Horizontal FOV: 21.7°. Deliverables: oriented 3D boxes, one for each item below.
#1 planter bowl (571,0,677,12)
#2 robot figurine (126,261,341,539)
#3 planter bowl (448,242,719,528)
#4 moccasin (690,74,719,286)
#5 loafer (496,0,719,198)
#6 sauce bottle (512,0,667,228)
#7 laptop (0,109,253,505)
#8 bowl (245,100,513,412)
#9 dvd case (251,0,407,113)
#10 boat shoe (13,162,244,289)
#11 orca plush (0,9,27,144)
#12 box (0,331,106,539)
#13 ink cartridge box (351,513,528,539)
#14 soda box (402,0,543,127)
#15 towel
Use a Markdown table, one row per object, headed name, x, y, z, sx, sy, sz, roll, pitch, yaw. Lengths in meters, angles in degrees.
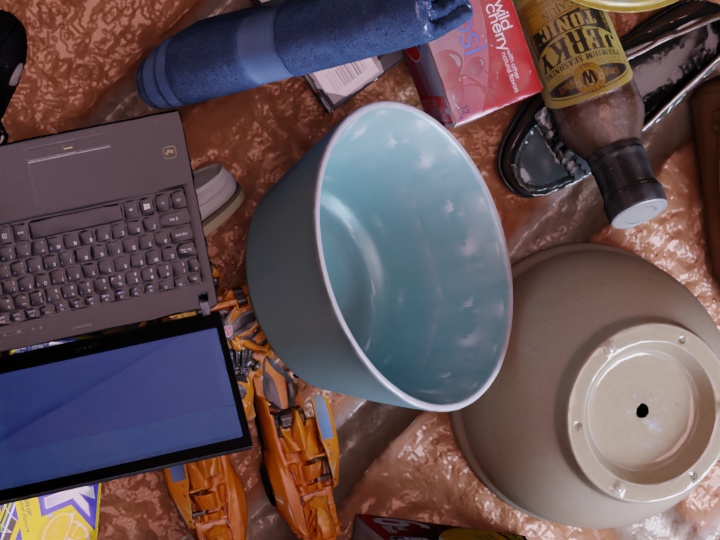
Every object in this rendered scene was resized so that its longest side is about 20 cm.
| name | x | y | z | sx | sy | sz | roll | pitch | yaw |
| --- | --- | --- | --- | --- | --- | --- | --- | --- | --- |
| planter bowl | 0.173 | -0.279 | 1.235 | 0.199 | 0.083 | 0.202 | 6 | 70 | -17 |
| robot figurine | -0.079 | 0.093 | 1.254 | 0.144 | 0.058 | 0.202 | -15 | 99 | -14 |
| planter bowl | 0.173 | 0.086 | 1.281 | 0.198 | 0.135 | 0.202 | -1 | 95 | -15 |
| moccasin | 0.288 | -0.041 | 1.328 | 0.073 | 0.078 | 0.203 | -10 | 98 | -14 |
| loafer | 0.180 | -0.123 | 1.300 | 0.200 | 0.063 | 0.072 | -39 | 103 | -8 |
| sauce bottle | 0.151 | -0.125 | 1.249 | 0.064 | 0.065 | 0.201 | -17 | 70 | -12 |
| laptop | -0.172 | 0.019 | 1.131 | 0.176 | 0.103 | 0.202 | -12 | 98 | -8 |
| bowl | 0.000 | 0.000 | 1.218 | 0.200 | 0.104 | 0.203 | 20 | 63 | -47 |
| dvd case | -0.020 | -0.229 | 1.259 | 0.146 | 0.022 | 0.201 | -37 | 102 | -9 |
| boat shoe | -0.173 | -0.028 | 1.210 | 0.199 | 0.075 | 0.069 | -26 | 107 | -10 |
| orca plush | -0.287 | -0.090 | 1.175 | 0.199 | 0.071 | 0.106 | -31 | 102 | -10 |
| box | -0.204 | 0.138 | 1.223 | 0.069 | 0.064 | 0.202 | 4 | 93 | -15 |
| ink cartridge box | 0.094 | 0.229 | 1.239 | 0.174 | 0.200 | 0.085 | 9 | 92 | -15 |
| soda box | 0.050 | -0.199 | 1.237 | 0.070 | 0.063 | 0.201 | -23 | 102 | -13 |
| towel | -0.037 | -0.149 | 1.170 | 0.198 | 0.112 | 0.049 | -12 | 103 | 20 |
